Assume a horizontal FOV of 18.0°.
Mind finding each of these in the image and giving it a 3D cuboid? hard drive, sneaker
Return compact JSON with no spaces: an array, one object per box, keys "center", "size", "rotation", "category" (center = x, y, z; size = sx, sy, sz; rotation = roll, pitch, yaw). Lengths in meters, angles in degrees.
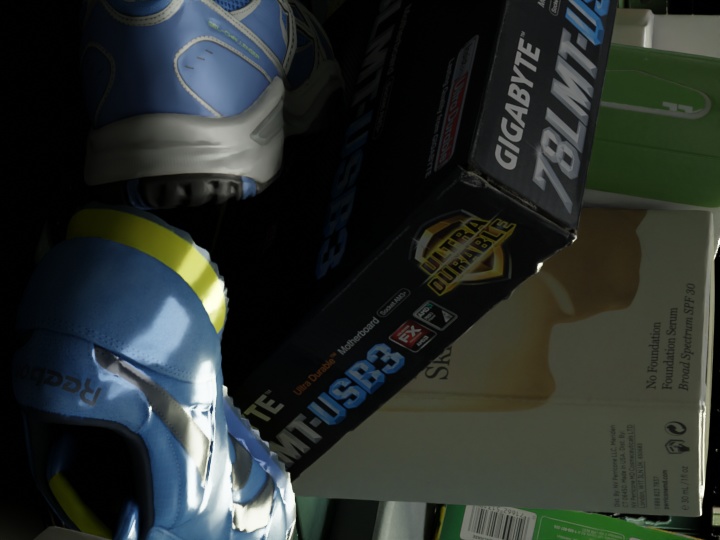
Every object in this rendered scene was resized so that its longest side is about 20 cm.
[{"center":[0.010,0.156,1.258],"size":[0.200,0.033,0.140],"rotation":[-76,165,-49],"category":"hard drive"},{"center":[-0.069,0.064,0.705],"size":[0.200,0.066,0.079],"rotation":[78,30,-56],"category":"sneaker"},{"center":[-0.047,-0.078,0.739],"size":[0.200,0.075,0.077],"rotation":[-81,165,-74],"category":"sneaker"}]

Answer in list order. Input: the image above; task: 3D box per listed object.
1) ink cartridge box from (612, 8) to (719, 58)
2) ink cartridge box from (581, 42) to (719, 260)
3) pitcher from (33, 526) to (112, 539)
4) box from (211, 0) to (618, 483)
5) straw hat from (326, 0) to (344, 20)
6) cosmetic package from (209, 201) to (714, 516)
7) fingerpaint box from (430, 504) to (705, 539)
[{"center":[0.091,-0.077,1.180],"size":[0.067,0.199,0.116],"rotation":[-48,139,-74],"category":"ink cartridge box"},{"center":[0.096,-0.038,0.923],"size":[0.200,0.103,0.059],"rotation":[98,2,-50],"category":"ink cartridge box"},{"center":[-0.078,0.164,0.546],"size":[0.172,0.121,0.201],"rotation":[34,68,-61],"category":"pitcher"},{"center":[0.013,-0.041,0.790],"size":[0.198,0.050,0.200],"rotation":[-44,-156,44],"category":"box"},{"center":[0.031,-0.107,1.040],"size":[0.201,0.085,0.202],"rotation":[-49,147,-47],"category":"straw hat"},{"center":[0.037,0.032,0.891],"size":[0.071,0.199,0.105],"rotation":[81,14,-47],"category":"cosmetic package"},{"center":[0.133,0.206,1.390],"size":[0.167,0.199,0.074],"rotation":[105,-1,-68],"category":"fingerpaint box"}]
